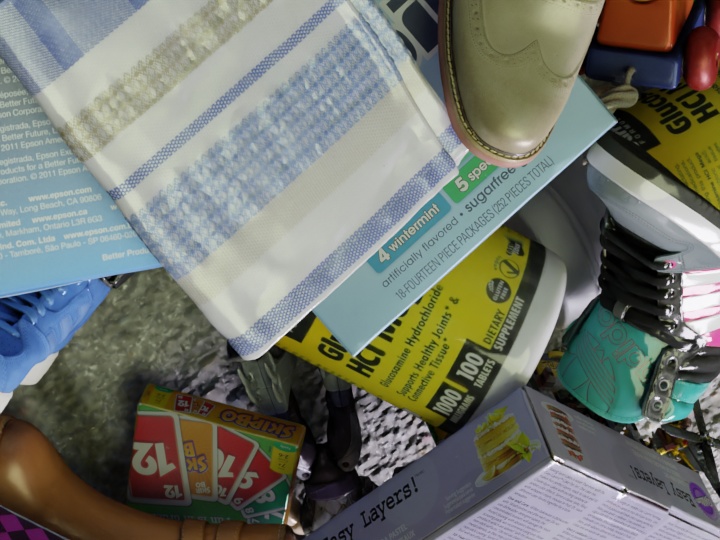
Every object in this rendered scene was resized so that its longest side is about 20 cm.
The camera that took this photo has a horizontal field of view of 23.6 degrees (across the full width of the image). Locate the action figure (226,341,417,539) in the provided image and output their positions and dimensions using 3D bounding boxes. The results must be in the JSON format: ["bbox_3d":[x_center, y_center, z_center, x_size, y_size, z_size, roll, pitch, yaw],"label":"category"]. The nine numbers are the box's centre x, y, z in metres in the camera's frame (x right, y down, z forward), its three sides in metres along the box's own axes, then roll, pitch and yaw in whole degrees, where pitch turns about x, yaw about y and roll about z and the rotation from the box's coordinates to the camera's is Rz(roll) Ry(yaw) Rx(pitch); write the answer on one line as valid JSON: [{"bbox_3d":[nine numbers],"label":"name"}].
[{"bbox_3d":[-0.022,0.113,1.031,0.129,0.070,0.202,-14,116,2],"label":"action figure"}]

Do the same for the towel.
[{"bbox_3d":[-0.052,-0.076,0.731,0.147,0.024,0.201,-43,117,-12],"label":"towel"}]

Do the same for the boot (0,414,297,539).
[{"bbox_3d":[-0.115,0.156,0.955,0.154,0.077,0.202,-7,119,19],"label":"boot"}]

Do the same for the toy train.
[{"bbox_3d":[0.147,-0.151,0.902,0.084,0.200,0.117,9,123,18],"label":"toy train"}]

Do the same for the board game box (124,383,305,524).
[{"bbox_3d":[-0.094,0.165,1.017,0.094,0.030,0.202,14,123,5],"label":"board game box"}]

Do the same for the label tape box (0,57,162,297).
[{"bbox_3d":[-0.133,-0.098,0.747,0.142,0.066,0.202,-10,105,-13],"label":"label tape box"}]

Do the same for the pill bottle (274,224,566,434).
[{"bbox_3d":[0.000,0.000,0.916,0.198,0.113,0.113,26,106,-4],"label":"pill bottle"}]

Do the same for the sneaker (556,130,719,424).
[{"bbox_3d":[0.143,0.015,0.894,0.121,0.084,0.200,-50,139,5],"label":"sneaker"}]

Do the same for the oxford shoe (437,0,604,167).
[{"bbox_3d":[0.084,-0.146,0.767,0.070,0.074,0.202,16,76,-16],"label":"oxford shoe"}]

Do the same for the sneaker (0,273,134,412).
[{"bbox_3d":[-0.165,0.004,0.837,0.076,0.200,0.112,35,93,3],"label":"sneaker"}]

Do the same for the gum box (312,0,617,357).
[{"bbox_3d":[-0.006,-0.091,0.826,0.170,0.045,0.200,-41,92,6],"label":"gum box"}]

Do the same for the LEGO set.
[{"bbox_3d":[0.130,0.073,1.042,0.198,0.155,0.116,14,128,-25],"label":"LEGO set"}]

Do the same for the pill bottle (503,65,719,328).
[{"bbox_3d":[0.182,-0.049,1.014,0.199,0.112,0.113,-27,127,-12],"label":"pill bottle"}]

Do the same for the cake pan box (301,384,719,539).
[{"bbox_3d":[0.082,0.155,0.949,0.184,0.053,0.199,-36,141,25],"label":"cake pan box"}]

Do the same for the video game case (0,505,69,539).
[{"bbox_3d":[-0.149,0.225,0.958,0.199,0.036,0.181,29,135,-11],"label":"video game case"}]
